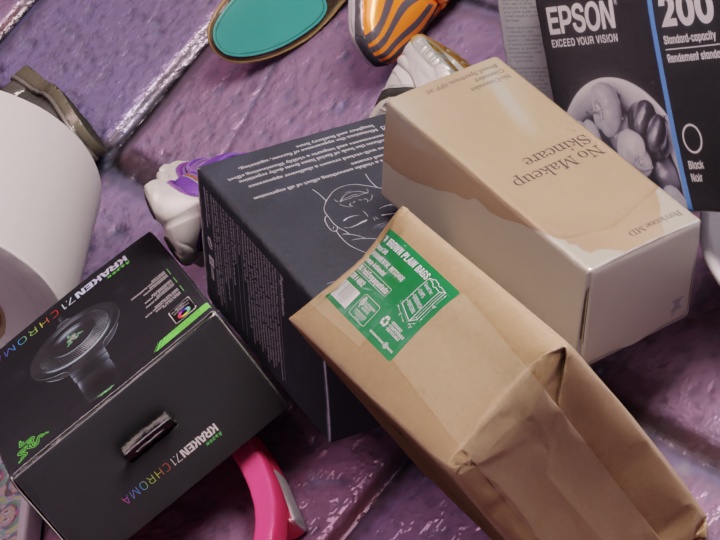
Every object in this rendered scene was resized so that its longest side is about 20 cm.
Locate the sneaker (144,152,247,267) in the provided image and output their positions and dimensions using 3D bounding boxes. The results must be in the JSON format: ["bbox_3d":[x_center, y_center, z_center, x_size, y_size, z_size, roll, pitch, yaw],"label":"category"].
[{"bbox_3d":[-0.097,-0.048,1.792,0.083,0.081,0.200,-24,7,3],"label":"sneaker"}]

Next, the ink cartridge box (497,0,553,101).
[{"bbox_3d":[0.127,-0.205,1.676,0.043,0.201,0.197,1,38,14],"label":"ink cartridge box"}]

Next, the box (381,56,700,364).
[{"bbox_3d":[0.107,-0.038,1.527,0.095,0.078,0.200,-24,47,-29],"label":"box"}]

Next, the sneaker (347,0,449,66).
[{"bbox_3d":[0.071,-0.237,1.873,0.111,0.078,0.201,4,57,42],"label":"sneaker"}]

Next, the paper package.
[{"bbox_3d":[0.081,0.086,1.479,0.103,0.191,0.200,-43,38,-4],"label":"paper package"}]

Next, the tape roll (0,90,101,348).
[{"bbox_3d":[-0.303,-0.024,1.879,0.201,0.203,0.140,-16,45,27],"label":"tape roll"}]

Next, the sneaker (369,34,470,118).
[{"bbox_3d":[0.071,-0.081,1.749,0.088,0.075,0.200,-53,36,14],"label":"sneaker"}]

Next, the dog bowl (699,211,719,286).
[{"bbox_3d":[0.307,-0.031,1.494,0.199,0.079,0.201,-22,42,21],"label":"dog bowl"}]

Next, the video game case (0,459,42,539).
[{"bbox_3d":[-0.308,0.178,1.836,0.181,0.024,0.201,-21,43,22],"label":"video game case"}]

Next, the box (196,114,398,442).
[{"bbox_3d":[0.000,0.000,1.645,0.147,0.108,0.200,-16,34,-20],"label":"box"}]

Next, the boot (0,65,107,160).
[{"bbox_3d":[-0.310,-0.068,2.028,0.200,0.073,0.182,-40,25,-10],"label":"boot"}]

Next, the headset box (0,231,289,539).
[{"bbox_3d":[-0.161,0.087,1.696,0.174,0.093,0.200,-39,25,-3],"label":"headset box"}]

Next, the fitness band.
[{"bbox_3d":[-0.114,0.173,1.675,0.143,0.037,0.200,-37,38,5],"label":"fitness band"}]

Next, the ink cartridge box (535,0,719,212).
[{"bbox_3d":[0.178,-0.134,1.494,0.043,0.202,0.198,-14,7,-28],"label":"ink cartridge box"}]

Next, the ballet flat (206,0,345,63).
[{"bbox_3d":[-0.034,-0.231,1.978,0.199,0.069,0.063,-35,12,3],"label":"ballet flat"}]
